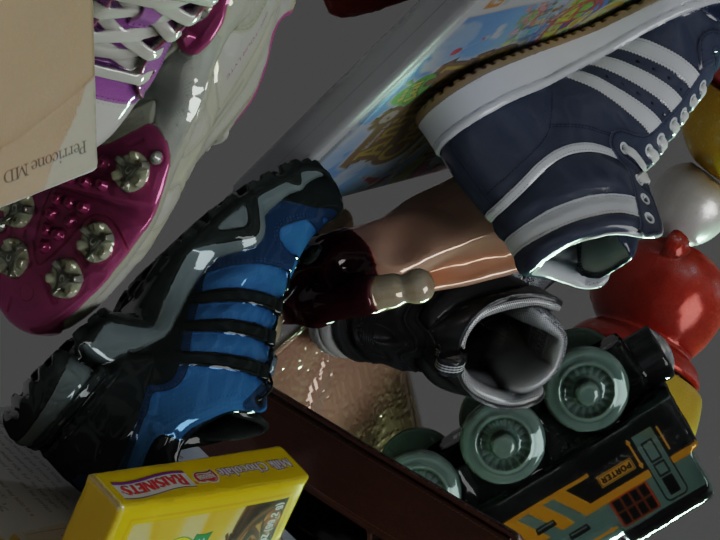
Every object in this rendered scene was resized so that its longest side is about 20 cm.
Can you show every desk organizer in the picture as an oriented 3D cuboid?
[{"bbox_3d":[-0.009,0.125,1.011,0.077,0.199,0.072,-53,143,-12],"label":"desk organizer"}]

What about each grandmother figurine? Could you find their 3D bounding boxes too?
[{"bbox_3d":[0.000,0.000,1.026,0.199,0.121,0.061,-22,102,-16],"label":"grandmother figurine"}]

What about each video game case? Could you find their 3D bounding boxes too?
[{"bbox_3d":[0.057,-0.097,1.015,0.181,0.022,0.200,-17,162,-46],"label":"video game case"}]

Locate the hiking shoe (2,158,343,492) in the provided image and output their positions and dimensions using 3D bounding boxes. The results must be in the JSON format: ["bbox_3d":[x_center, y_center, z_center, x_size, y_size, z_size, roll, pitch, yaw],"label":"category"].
[{"bbox_3d":[-0.066,0.032,0.934,0.087,0.074,0.200,48,57,-4],"label":"hiking shoe"}]

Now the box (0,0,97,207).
[{"bbox_3d":[-0.151,-0.124,0.751,0.095,0.077,0.201,-27,129,-40],"label":"box"}]

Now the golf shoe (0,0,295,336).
[{"bbox_3d":[-0.086,-0.059,0.919,0.201,0.075,0.091,-61,154,3],"label":"golf shoe"}]

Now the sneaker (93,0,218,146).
[{"bbox_3d":[-0.079,-0.109,0.791,0.072,0.115,0.201,6,124,-29],"label":"sneaker"}]

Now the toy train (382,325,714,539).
[{"bbox_3d":[0.094,0.114,1.158,0.199,0.114,0.085,-32,-175,5],"label":"toy train"}]

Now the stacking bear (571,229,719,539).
[{"bbox_3d":[0.149,0.074,1.261,0.121,0.113,0.201,38,75,-53],"label":"stacking bear"}]

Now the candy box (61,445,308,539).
[{"bbox_3d":[-0.096,0.160,0.839,0.102,0.026,0.201,-2,124,-47],"label":"candy box"}]

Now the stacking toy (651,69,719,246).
[{"bbox_3d":[0.237,-0.100,1.276,0.200,0.146,0.146,-51,145,10],"label":"stacking toy"}]

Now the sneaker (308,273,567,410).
[{"bbox_3d":[0.073,0.020,1.124,0.199,0.113,0.076,-17,123,-46],"label":"sneaker"}]

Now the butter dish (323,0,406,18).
[{"bbox_3d":[0.088,-0.214,0.982,0.199,0.147,0.201,-28,131,-40],"label":"butter dish"}]

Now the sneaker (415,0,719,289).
[{"bbox_3d":[0.130,-0.063,1.013,0.199,0.109,0.070,-24,166,-28],"label":"sneaker"}]

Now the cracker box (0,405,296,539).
[{"bbox_3d":[-0.131,0.118,0.904,0.199,0.134,0.058,-3,125,-50],"label":"cracker box"}]
